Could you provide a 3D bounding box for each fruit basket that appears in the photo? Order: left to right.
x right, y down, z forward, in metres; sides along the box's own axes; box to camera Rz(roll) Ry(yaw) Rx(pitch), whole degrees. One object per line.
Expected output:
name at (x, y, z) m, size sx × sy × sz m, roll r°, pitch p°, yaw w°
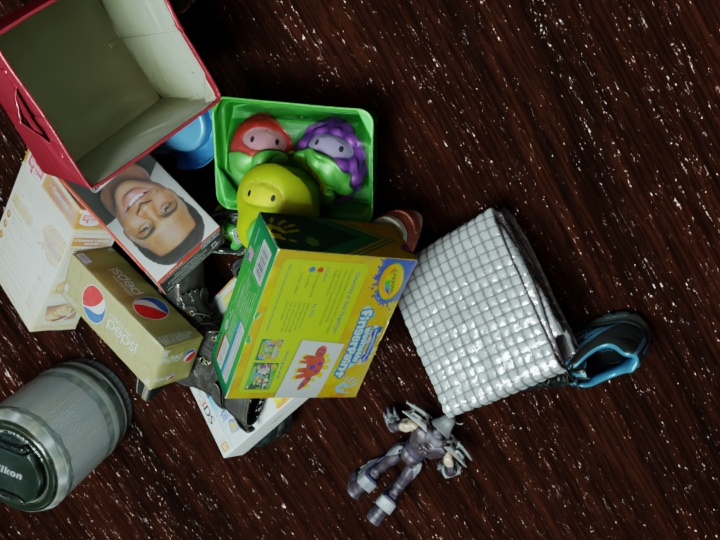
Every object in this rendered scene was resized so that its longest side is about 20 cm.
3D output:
fruit basket at (-0.083, -0.112, 0.991) m, size 0.214 × 0.216 × 0.157 m, roll 8°, pitch 114°, yaw 17°

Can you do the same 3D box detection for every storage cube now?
storage cube at (-0.291, -0.211, 0.927) m, size 0.179 × 0.200 × 0.172 m, roll 18°, pitch 142°, yaw 54°

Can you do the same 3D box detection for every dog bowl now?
dog bowl at (-0.256, -0.196, 1.105) m, size 0.198 × 0.050 × 0.113 m, roll 11°, pitch 114°, yaw 15°

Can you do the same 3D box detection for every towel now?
towel at (0.145, 0.050, 1.016) m, size 0.165 × 0.085 × 0.201 m, roll -30°, pitch 76°, yaw 27°

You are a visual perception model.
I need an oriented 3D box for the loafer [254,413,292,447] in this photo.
loafer at (-0.120, 0.134, 1.181) m, size 0.072 × 0.072 × 0.202 m, roll 13°, pitch 98°, yaw 36°

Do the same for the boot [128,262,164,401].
boot at (-0.324, 0.073, 1.225) m, size 0.150 × 0.073 × 0.201 m, roll 24°, pitch 118°, yaw 11°

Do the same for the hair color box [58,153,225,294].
hair color box at (-0.267, -0.080, 1.047) m, size 0.101 × 0.061 × 0.200 m, roll -43°, pitch 80°, yaw -13°

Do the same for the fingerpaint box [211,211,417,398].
fingerpaint box at (-0.054, 0.043, 0.949) m, size 0.165 × 0.074 × 0.201 m, roll 3°, pitch 125°, yaw -29°

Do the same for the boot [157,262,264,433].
boot at (-0.173, 0.083, 1.085) m, size 0.173 × 0.069 × 0.202 m, roll 17°, pitch 108°, yaw 34°

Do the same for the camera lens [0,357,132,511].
camera lens at (-0.446, 0.236, 1.263) m, size 0.158 × 0.200 × 0.161 m, roll 7°, pitch 114°, yaw 17°

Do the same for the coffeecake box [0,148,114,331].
coffeecake box at (-0.413, -0.045, 1.169) m, size 0.154 × 0.073 × 0.201 m, roll 46°, pitch 118°, yaw 29°

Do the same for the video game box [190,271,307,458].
video game box at (-0.145, 0.112, 1.127) m, size 0.200 × 0.047 × 0.183 m, roll -43°, pitch 68°, yaw 26°

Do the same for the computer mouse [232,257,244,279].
computer mouse at (-0.061, -0.020, 1.080) m, size 0.198 × 0.034 × 0.059 m, roll -7°, pitch 138°, yaw -4°

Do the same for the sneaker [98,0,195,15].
sneaker at (-0.274, -0.325, 1.040) m, size 0.199 × 0.082 × 0.078 m, roll -21°, pitch 103°, yaw 26°

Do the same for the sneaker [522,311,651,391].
sneaker at (0.240, 0.104, 1.026) m, size 0.199 × 0.082 × 0.074 m, roll -22°, pitch 105°, yaw 28°

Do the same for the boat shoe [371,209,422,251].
boat shoe at (0.000, 0.000, 1.042) m, size 0.071 × 0.062 × 0.200 m, roll 47°, pitch 122°, yaw 7°

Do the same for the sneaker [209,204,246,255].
sneaker at (-0.120, -0.050, 1.094) m, size 0.198 × 0.085 × 0.079 m, roll -10°, pitch 107°, yaw 22°

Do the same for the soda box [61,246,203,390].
soda box at (-0.288, 0.056, 1.086) m, size 0.200 × 0.064 × 0.068 m, roll 40°, pitch 121°, yaw 27°

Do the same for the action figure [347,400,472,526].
action figure at (0.064, 0.247, 1.160) m, size 0.130 × 0.069 × 0.200 m, roll 45°, pitch 115°, yaw 6°
